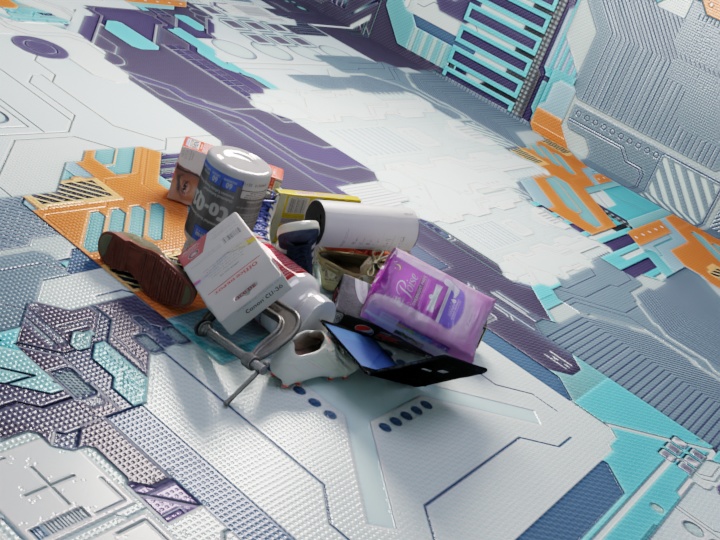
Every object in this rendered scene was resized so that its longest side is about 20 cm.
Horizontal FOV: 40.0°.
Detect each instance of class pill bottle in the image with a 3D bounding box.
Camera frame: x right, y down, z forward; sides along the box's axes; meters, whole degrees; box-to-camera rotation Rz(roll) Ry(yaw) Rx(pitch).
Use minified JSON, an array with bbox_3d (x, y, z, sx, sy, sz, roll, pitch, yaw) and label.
[{"bbox_3d":[-0.137,0.033,1.566,0.199,0.114,0.111,35,26,28],"label":"pill bottle"},{"bbox_3d":[-0.228,-0.093,1.639,0.112,0.203,0.114,18,22,-8],"label":"pill bottle"}]

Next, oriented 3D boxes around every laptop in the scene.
[{"bbox_3d":[0.068,0.117,1.511,0.177,0.197,0.105,22,57,-60],"label":"laptop"}]

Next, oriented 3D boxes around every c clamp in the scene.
[{"bbox_3d":[-0.176,0.092,1.433,0.170,0.027,0.199,-36,39,-18],"label":"c clamp"}]

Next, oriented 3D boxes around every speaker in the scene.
[{"bbox_3d":[0.002,-0.077,1.726,0.197,0.082,0.081,2,30,-32],"label":"speaker"}]

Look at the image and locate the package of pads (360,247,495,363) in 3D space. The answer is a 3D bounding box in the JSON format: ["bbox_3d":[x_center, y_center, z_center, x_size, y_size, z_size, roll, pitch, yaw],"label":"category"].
[{"bbox_3d":[0.110,0.060,1.596,0.198,0.076,0.122,28,59,-3],"label":"package of pads"}]

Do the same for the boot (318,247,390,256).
[{"bbox_3d":[-0.001,-0.046,1.803,0.106,0.076,0.199,15,-10,40],"label":"boot"}]

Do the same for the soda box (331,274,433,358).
[{"bbox_3d":[0.047,0.079,1.647,0.197,0.063,0.072,20,64,-7],"label":"soda box"}]

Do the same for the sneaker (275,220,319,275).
[{"bbox_3d":[-0.103,-0.019,1.639,0.074,0.200,0.086,-6,73,-10],"label":"sneaker"}]

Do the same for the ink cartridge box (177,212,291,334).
[{"bbox_3d":[-0.180,0.012,1.449,0.068,0.116,0.200,56,-5,-39],"label":"ink cartridge box"}]

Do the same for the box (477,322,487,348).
[{"bbox_3d":[0.128,0.067,1.754,0.197,0.051,0.075,23,24,-1],"label":"box"}]

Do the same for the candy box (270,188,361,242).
[{"bbox_3d":[-0.093,-0.101,1.902,0.198,0.104,0.026,2,30,-40],"label":"candy box"}]

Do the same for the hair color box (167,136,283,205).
[{"bbox_3d":[-0.256,-0.165,1.880,0.197,0.112,0.064,18,23,-9],"label":"hair color box"}]

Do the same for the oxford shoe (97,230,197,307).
[{"bbox_3d":[-0.320,-0.010,1.547,0.199,0.072,0.073,34,23,23],"label":"oxford shoe"}]

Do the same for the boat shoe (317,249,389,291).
[{"bbox_3d":[0.000,0.000,1.715,0.198,0.064,0.073,0,27,40],"label":"boat shoe"}]

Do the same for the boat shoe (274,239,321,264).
[{"bbox_3d":[-0.089,-0.044,1.825,0.069,0.072,0.199,32,23,20],"label":"boat shoe"}]

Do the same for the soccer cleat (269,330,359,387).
[{"bbox_3d":[-0.054,0.124,1.491,0.069,0.079,0.198,37,27,31],"label":"soccer cleat"}]

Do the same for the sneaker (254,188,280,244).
[{"bbox_3d":[-0.192,-0.089,1.770,0.079,0.117,0.200,13,25,-17],"label":"sneaker"}]

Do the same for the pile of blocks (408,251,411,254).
[{"bbox_3d":[0.076,0.002,1.912,0.062,0.081,0.201,59,7,-42],"label":"pile of blocks"}]
